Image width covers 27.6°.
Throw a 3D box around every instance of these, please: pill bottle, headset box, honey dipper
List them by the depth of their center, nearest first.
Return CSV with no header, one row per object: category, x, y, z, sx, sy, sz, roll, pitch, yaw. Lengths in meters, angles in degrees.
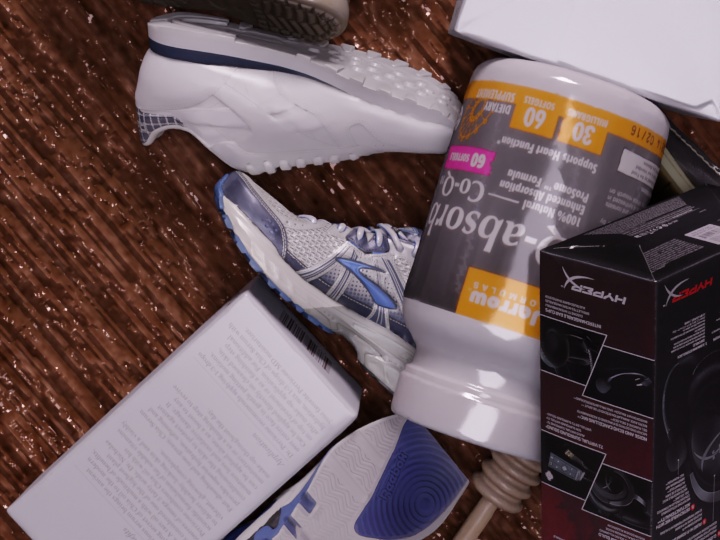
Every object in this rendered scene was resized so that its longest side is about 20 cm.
headset box,0.168,0.072,0.770,0.077,0.148,0.202,18,119,44
pill bottle,0.089,-0.005,0.806,0.115,0.116,0.202,17,89,0
honey dipper,0.053,0.183,0.912,0.038,0.038,0.201,33,100,-2

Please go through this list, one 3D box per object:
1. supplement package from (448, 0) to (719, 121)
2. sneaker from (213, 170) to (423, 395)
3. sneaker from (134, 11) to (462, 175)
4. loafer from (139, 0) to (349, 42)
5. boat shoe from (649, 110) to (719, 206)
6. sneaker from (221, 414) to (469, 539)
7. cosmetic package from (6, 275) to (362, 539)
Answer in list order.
supplement package,0.151,-0.204,0.813,0.154,0.111,0.202,18,98,0
sneaker,0.000,0.000,0.877,0.200,0.077,0.085,41,90,-12
sneaker,-0.035,-0.093,0.864,0.198,0.076,0.081,15,107,7
loafer,-0.092,-0.191,0.847,0.198,0.076,0.069,20,73,6
boat shoe,0.228,-0.017,0.848,0.066,0.072,0.202,-34,75,-6
sneaker,-0.039,0.164,0.893,0.199,0.115,0.081,-39,98,-22
cosmetic package,-0.104,0.109,0.890,0.200,0.071,0.102,-41,95,7
